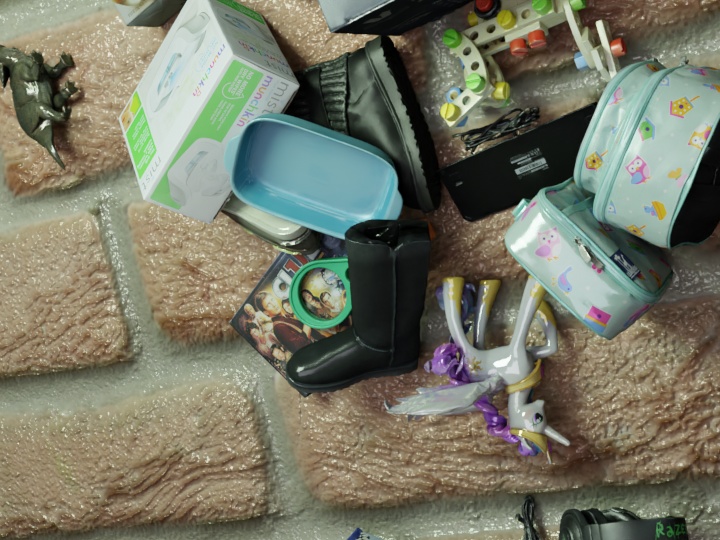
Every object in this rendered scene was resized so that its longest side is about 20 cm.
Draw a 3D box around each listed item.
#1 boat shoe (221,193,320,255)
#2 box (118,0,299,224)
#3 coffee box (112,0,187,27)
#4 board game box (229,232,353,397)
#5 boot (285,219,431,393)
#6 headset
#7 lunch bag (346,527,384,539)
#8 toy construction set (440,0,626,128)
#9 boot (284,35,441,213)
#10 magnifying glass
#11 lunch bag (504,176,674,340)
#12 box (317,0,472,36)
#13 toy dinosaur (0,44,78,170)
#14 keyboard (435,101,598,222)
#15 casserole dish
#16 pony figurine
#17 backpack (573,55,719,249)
[{"bbox_3d":[-0.123,-0.079,1.317,0.072,0.060,0.201,-47,52,-11],"label":"boat shoe"},{"bbox_3d":[-0.175,-0.188,1.270,0.200,0.096,0.177,-53,38,23],"label":"box"},{"bbox_3d":[-0.270,-0.405,1.321,0.114,0.080,0.201,-33,87,25],"label":"coffee box"},{"bbox_3d":[-0.053,0.035,1.340,0.135,0.035,0.200,42,113,10],"label":"board game box"},{"bbox_3d":[-0.005,0.039,1.228,0.201,0.163,0.066,93,159,-45],"label":"boot"},{"bbox_3d":[0.258,0.279,1.220,0.199,0.123,0.095,-23,66,42],"label":"headset"},{"bbox_3d":[0.030,0.439,1.338,0.169,0.124,0.202,18,100,17],"label":"lunch bag"},{"bbox_3d":[0.171,-0.231,1.160,0.198,0.092,0.132,-12,71,17],"label":"toy construction set"},{"bbox_3d":[-0.006,-0.144,1.259,0.157,0.079,0.213,-21,84,20],"label":"boot"},{"bbox_3d":[0.000,0.000,1.282,0.199,0.022,0.080,-32,87,27],"label":"magnifying glass"},{"bbox_3d":[0.230,-0.019,1.117,0.161,0.200,0.077,48,112,10],"label":"lunch bag"},{"bbox_3d":[0.067,-0.330,1.126,0.195,0.200,0.118,-22,91,24],"label":"box"},{"bbox_3d":[-0.414,-0.221,1.434,0.102,0.077,0.201,-22,96,37],"label":"toy dinosaur"},{"bbox_3d":[0.181,-0.132,1.216,0.199,0.040,0.105,-21,115,24],"label":"keyboard"},{"bbox_3d":[-0.048,-0.104,1.204,0.198,0.039,0.122,18,129,-2],"label":"casserole dish"},{"bbox_3d":[0.132,0.109,1.227,0.191,0.166,0.202,-2,84,16],"label":"pony figurine"},{"bbox_3d":[0.295,-0.113,1.071,0.152,0.200,0.177,27,110,16],"label":"backpack"}]
